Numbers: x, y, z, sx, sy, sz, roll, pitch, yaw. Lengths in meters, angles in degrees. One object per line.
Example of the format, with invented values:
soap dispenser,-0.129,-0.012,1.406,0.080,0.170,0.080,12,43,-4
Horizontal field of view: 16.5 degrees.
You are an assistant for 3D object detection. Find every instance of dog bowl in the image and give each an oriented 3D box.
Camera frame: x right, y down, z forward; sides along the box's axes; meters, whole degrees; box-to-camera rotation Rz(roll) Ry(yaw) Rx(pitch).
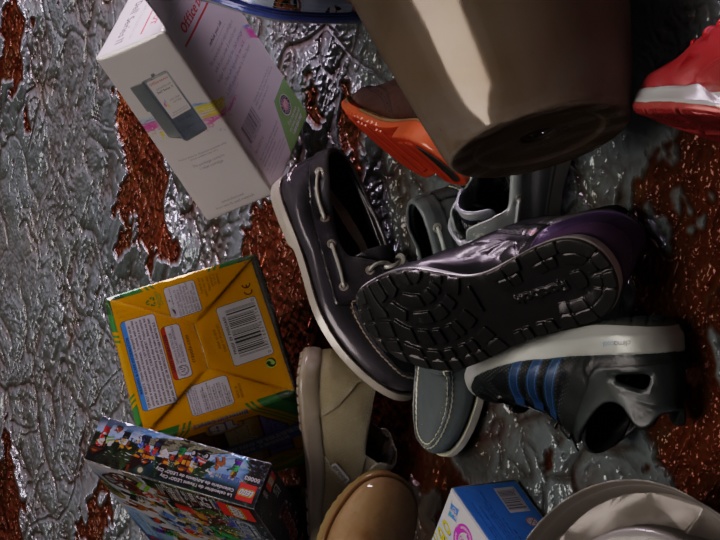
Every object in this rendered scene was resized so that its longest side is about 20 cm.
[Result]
dog bowl,0.176,0.228,1.500,0.200,0.059,0.200,-9,76,41

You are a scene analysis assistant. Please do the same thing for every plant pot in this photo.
plant pot,0.087,-0.158,1.529,0.200,0.200,0.174,-38,61,54

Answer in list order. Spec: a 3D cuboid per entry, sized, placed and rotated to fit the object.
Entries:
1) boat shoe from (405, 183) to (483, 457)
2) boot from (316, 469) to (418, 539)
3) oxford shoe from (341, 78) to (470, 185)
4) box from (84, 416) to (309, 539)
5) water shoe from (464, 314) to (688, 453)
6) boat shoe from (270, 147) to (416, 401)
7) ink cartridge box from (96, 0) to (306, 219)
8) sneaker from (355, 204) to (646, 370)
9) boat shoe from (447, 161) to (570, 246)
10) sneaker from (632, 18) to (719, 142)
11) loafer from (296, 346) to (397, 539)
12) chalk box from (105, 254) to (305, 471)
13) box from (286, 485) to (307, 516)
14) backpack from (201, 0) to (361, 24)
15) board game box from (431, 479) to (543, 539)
boat shoe,0.051,0.036,1.743,0.073,0.062,0.200,31,119,54
boot,0.015,0.226,1.676,0.175,0.066,0.200,-66,16,-6
oxford shoe,0.048,-0.111,1.752,0.073,0.071,0.200,-53,25,-4
box,-0.111,0.177,1.845,0.200,0.136,0.038,65,-137,-62
water shoe,0.133,0.081,1.598,0.200,0.071,0.079,-20,74,58
boat shoe,0.000,0.000,1.817,0.063,0.073,0.200,-41,65,33
ink cartridge box,-0.128,-0.154,1.873,0.067,0.117,0.200,-19,119,26
sneaker,0.095,0.007,1.606,0.200,0.088,0.076,-11,110,33
boat shoe,0.092,-0.043,1.656,0.070,0.071,0.201,38,125,52
sneaker,0.236,-0.137,1.432,0.200,0.078,0.116,3,77,61
loafer,-0.006,0.151,1.842,0.076,0.068,0.200,-78,-18,-67
chalk box,-0.114,0.095,1.933,0.200,0.124,0.125,82,171,-65
box,-0.053,0.296,1.982,0.164,0.021,0.200,58,139,39
backpack,-0.048,-0.254,1.774,0.190,0.200,0.154,18,114,51
board game box,0.101,0.282,1.689,0.200,0.056,0.196,54,136,43
